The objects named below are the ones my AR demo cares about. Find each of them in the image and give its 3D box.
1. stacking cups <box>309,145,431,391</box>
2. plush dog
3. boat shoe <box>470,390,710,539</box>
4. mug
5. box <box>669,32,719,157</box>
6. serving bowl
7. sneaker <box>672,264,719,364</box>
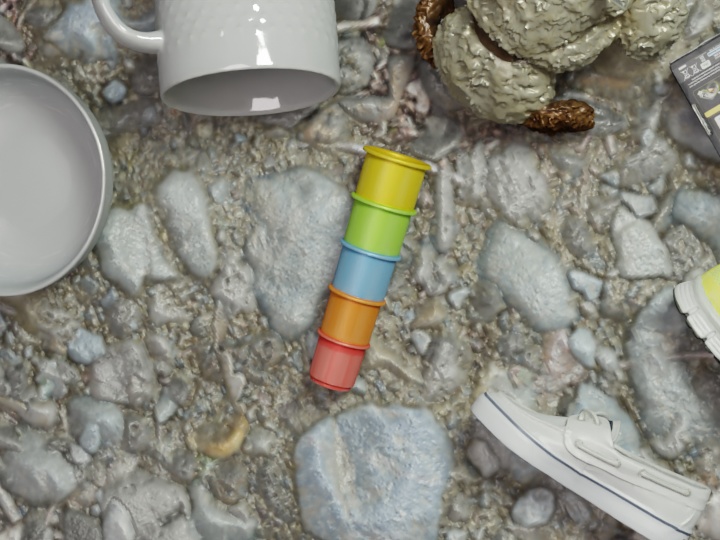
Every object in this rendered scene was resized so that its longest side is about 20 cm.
[{"bbox_3d":[0.000,0.000,1.308,0.060,0.060,0.201,20,98,15],"label":"stacking cups"},{"bbox_3d":[0.127,-0.190,1.233,0.200,0.160,0.172,40,129,13],"label":"plush dog"},{"bbox_3d":[0.184,0.143,1.261,0.199,0.074,0.066,32,96,3],"label":"boat shoe"},{"bbox_3d":[-0.119,-0.228,1.275,0.198,0.148,0.177,-2,81,-18],"label":"mug"},{"bbox_3d":[0.360,-0.138,1.202,0.199,0.049,0.162,-31,82,15],"label":"box"},{"bbox_3d":[-0.301,-0.079,1.393,0.198,0.066,0.202,1,92,17],"label":"serving bowl"},{"bbox_3d":[0.329,0.071,1.205,0.090,0.078,0.201,-38,81,12],"label":"sneaker"}]
